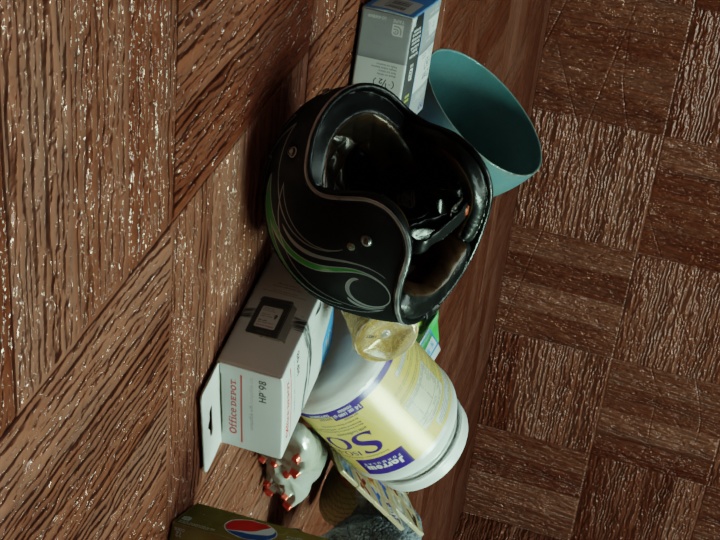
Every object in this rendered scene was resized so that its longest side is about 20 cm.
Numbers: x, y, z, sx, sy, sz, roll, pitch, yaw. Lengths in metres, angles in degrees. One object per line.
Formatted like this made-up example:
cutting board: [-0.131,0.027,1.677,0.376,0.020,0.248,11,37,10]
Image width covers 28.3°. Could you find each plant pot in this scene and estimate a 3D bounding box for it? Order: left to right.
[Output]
plant pot: [0.118,-0.163,1.842,0.135,0.200,0.201,-42,-170,33]

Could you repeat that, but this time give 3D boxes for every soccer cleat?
soccer cleat: [-0.070,0.192,1.539,0.078,0.069,0.201,-51,166,-24]

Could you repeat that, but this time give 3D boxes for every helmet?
helmet: [0.003,-0.062,1.298,0.200,0.190,0.201,-45,154,-29]

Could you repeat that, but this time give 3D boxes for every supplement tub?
supplement tub: [0.015,0.132,1.524,0.200,0.144,0.147,48,50,-38]

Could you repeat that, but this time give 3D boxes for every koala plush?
koala plush: [0.018,0.337,1.714,0.183,0.178,0.200,-32,-175,28]

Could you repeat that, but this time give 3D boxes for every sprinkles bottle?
sprinkles bottle: [0.000,0.000,1.432,0.201,0.067,0.069,-112,-160,-46]

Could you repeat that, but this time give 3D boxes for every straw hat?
straw hat: [-0.002,0.231,1.875,0.085,0.199,0.202,52,39,-24]

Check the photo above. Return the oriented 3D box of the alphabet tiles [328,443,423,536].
alphabet tiles: [0.008,0.224,1.648,0.200,0.008,0.168,48,10,-39]

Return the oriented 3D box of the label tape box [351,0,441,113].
label tape box: [0.033,-0.205,1.607,0.143,0.065,0.203,-52,151,-65]

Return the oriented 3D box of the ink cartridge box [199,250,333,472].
ink cartridge box: [-0.085,0.092,1.353,0.117,0.066,0.201,93,15,-44]

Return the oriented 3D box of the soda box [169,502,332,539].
soda box: [-0.072,0.271,1.284,0.068,0.197,0.065,-25,128,-75]

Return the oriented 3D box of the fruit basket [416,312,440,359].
fruit basket: [0.021,0.067,1.648,0.186,0.093,0.201,-57,150,-21]
